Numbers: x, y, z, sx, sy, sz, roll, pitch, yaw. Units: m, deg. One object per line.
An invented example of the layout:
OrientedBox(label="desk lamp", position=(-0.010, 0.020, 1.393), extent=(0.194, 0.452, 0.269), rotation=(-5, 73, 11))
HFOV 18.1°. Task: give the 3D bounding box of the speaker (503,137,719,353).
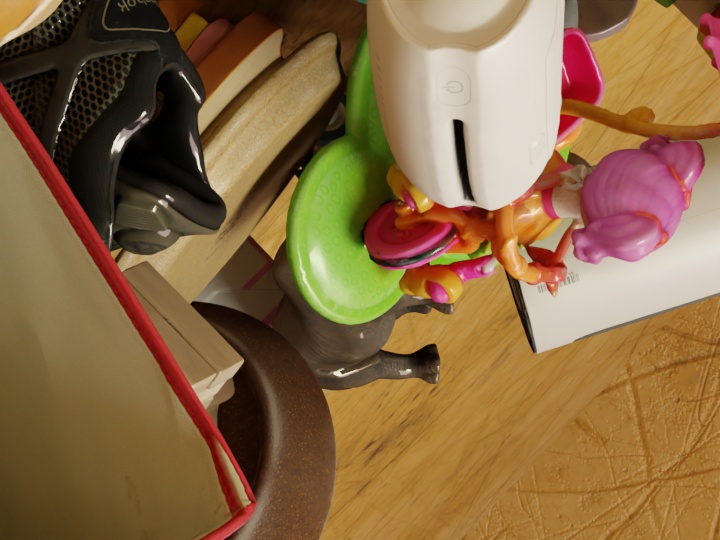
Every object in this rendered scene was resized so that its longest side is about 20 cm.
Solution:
OrientedBox(label="speaker", position=(0.167, -0.027, 1.099), extent=(0.199, 0.082, 0.081), rotation=(-18, 165, 0))

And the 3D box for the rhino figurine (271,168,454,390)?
OrientedBox(label="rhino figurine", position=(0.000, 0.000, 1.087), extent=(0.087, 0.060, 0.200), rotation=(-6, 152, -6))

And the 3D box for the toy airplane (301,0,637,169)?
OrientedBox(label="toy airplane", position=(0.078, -0.081, 1.181), extent=(0.200, 0.141, 0.200), rotation=(-53, 164, 30))

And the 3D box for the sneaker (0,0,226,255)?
OrientedBox(label="sneaker", position=(-0.125, -0.021, 0.818), extent=(0.200, 0.114, 0.076), rotation=(-49, 164, 26))

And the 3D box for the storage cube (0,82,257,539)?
OrientedBox(label="storage cube", position=(-0.177, 0.066, 0.710), extent=(0.180, 0.201, 0.171), rotation=(-36, 176, 41))

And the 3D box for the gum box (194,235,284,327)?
OrientedBox(label="gum box", position=(-0.113, 0.069, 1.214), extent=(0.200, 0.066, 0.114), rotation=(-45, 166, -2))

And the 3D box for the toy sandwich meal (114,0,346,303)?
OrientedBox(label="toy sandwich meal", position=(-0.083, -0.043, 0.987), extent=(0.206, 0.070, 0.205), rotation=(-51, 176, -4))

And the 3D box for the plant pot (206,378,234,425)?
OrientedBox(label="plant pot", position=(-0.144, 0.100, 0.973), extent=(0.199, 0.093, 0.201), rotation=(-16, -179, 0))

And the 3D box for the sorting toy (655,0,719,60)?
OrientedBox(label="sorting toy", position=(0.175, -0.151, 1.133), extent=(0.036, 0.200, 0.185), rotation=(-46, 167, -8))

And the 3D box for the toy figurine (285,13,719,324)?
OrientedBox(label="toy figurine", position=(0.093, -0.047, 0.949), extent=(0.200, 0.183, 0.151), rotation=(-46, 125, -30))

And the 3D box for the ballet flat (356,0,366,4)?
OrientedBox(label="ballet flat", position=(0.054, -0.185, 0.994), extent=(0.200, 0.067, 0.067), rotation=(-37, 144, -40))

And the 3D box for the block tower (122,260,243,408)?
OrientedBox(label="block tower", position=(-0.126, 0.087, 0.833), extent=(0.200, 0.058, 0.054), rotation=(-53, 166, 28))

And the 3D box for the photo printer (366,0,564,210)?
OrientedBox(label="photo printer", position=(0.043, -0.129, 0.844), extent=(0.167, 0.069, 0.202), rotation=(74, 20, -71))

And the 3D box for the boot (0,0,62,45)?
OrientedBox(label="boot", position=(-0.149, -0.096, 0.601), extent=(0.144, 0.070, 0.203), rotation=(30, 72, -48))

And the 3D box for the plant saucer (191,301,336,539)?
OrientedBox(label="plant saucer", position=(-0.110, 0.097, 1.069), extent=(0.200, 0.200, 0.035), rotation=(-43, 147, -6))
